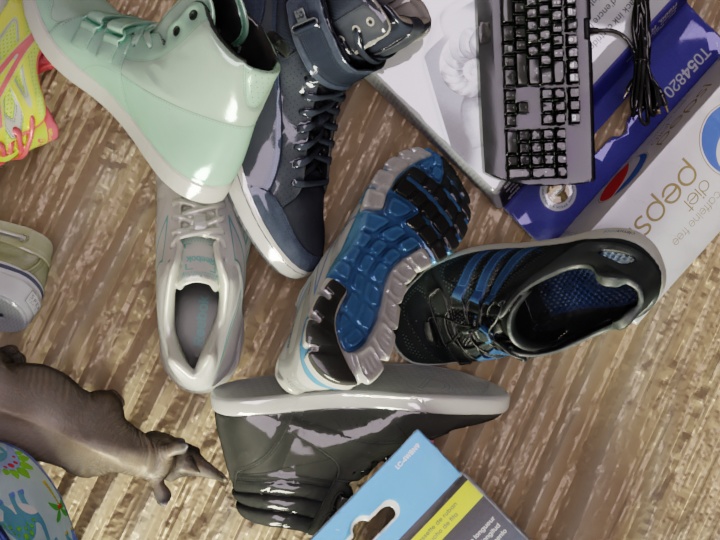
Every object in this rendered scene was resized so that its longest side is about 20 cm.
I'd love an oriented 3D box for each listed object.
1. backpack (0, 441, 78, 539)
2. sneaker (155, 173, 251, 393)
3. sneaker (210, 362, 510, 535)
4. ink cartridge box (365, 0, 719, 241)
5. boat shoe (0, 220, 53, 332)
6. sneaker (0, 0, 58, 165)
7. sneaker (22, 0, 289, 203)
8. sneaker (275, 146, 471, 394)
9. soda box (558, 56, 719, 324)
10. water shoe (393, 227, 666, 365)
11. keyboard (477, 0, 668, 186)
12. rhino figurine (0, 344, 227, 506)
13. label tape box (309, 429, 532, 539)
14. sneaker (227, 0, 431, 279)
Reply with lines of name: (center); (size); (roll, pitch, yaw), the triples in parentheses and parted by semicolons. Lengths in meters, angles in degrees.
backpack: (-0.271, 0.210, 0.907); (0.198, 0.147, 0.185); (-24, 93, 16)
sneaker: (-0.100, -0.020, 0.978); (0.069, 0.080, 0.203); (-1, 88, -3)
sneaker: (0.001, 0.120, 0.997); (0.197, 0.071, 0.100); (-3, 103, -9)
ink cartridge box: (0.122, -0.151, 1.013); (0.200, 0.041, 0.200); (42, 87, -4)
boat shoe: (-0.297, -0.016, 0.978); (0.198, 0.072, 0.062); (19, 53, -2)
sneaker: (-0.238, -0.092, 0.952); (0.090, 0.078, 0.202); (26, 67, -18)
sneaker: (-0.124, -0.151, 0.934); (0.200, 0.073, 0.119); (46, 122, 19)
sneaker: (0.000, 0.000, 0.978); (0.075, 0.086, 0.201); (43, 55, -12)
soda box: (0.219, -0.062, 1.006); (0.068, 0.064, 0.200); (42, 89, -7)
water shoe: (0.093, 0.021, 0.953); (0.198, 0.079, 0.072); (-20, 101, 31)
keyboard: (0.139, -0.157, 0.984); (0.125, 0.021, 0.203); (-3, 92, -5)
rhino figurine: (-0.179, 0.102, 0.968); (0.198, 0.087, 0.060); (22, 89, -4)
label tape box: (0.052, 0.217, 0.988); (0.143, 0.066, 0.200); (-45, 98, -2)
sneaker: (-0.019, -0.104, 0.957); (0.145, 0.077, 0.205); (-12, 94, 27)
